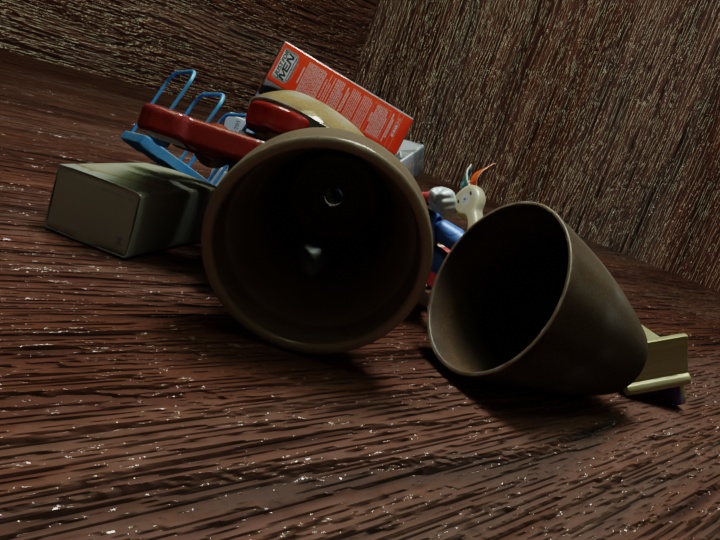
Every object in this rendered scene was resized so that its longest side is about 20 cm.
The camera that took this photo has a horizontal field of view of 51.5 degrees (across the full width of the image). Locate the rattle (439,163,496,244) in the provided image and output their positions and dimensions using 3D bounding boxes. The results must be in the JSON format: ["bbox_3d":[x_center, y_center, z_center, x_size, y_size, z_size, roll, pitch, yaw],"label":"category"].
[{"bbox_3d":[0.142,-0.110,1.271,0.143,0.200,0.130,18,10,-23],"label":"rattle"}]

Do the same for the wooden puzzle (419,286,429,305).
[{"bbox_3d":[0.000,0.000,1.000,0.185,0.037,0.200,20,7,-1],"label":"wooden puzzle"}]

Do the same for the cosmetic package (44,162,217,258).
[{"bbox_3d":[-0.253,-0.075,0.861,0.103,0.073,0.200,21,12,9],"label":"cosmetic package"}]

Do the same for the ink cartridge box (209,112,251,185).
[{"bbox_3d":[-0.160,-0.178,1.263,0.086,0.147,0.200,21,13,15],"label":"ink cartridge box"}]

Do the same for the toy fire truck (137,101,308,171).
[{"bbox_3d":[-0.158,-0.142,0.846,0.168,0.112,0.200,19,3,-11],"label":"toy fire truck"}]

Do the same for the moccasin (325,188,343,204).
[{"bbox_3d":[-0.025,-0.034,0.844,0.200,0.080,0.068,60,11,8],"label":"moccasin"}]

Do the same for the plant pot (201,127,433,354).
[{"bbox_3d":[-0.033,-0.046,0.709,0.200,0.201,0.175,18,21,-4],"label":"plant pot"}]

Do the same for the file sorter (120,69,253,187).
[{"bbox_3d":[-0.202,-0.168,1.036,0.200,0.123,0.139,37,-6,-30],"label":"file sorter"}]

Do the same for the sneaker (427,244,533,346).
[{"bbox_3d":[0.141,0.034,0.917,0.200,0.078,0.115,32,17,21],"label":"sneaker"}]

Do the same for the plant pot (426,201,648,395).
[{"bbox_3d":[0.206,0.055,0.788,0.200,0.187,0.187,28,6,-31],"label":"plant pot"}]

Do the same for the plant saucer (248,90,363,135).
[{"bbox_3d":[-0.053,-0.178,0.983,0.200,0.035,0.200,31,-10,6],"label":"plant saucer"}]

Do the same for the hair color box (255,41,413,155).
[{"bbox_3d":[-0.038,-0.225,1.027,0.200,0.061,0.101,29,-8,-14],"label":"hair color box"}]

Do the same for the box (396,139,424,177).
[{"bbox_3d":[-0.025,-0.168,1.159,0.200,0.048,0.158,22,42,32],"label":"box"}]

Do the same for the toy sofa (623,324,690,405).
[{"bbox_3d":[0.342,0.104,0.981,0.083,0.098,0.200,-8,16,-5],"label":"toy sofa"}]

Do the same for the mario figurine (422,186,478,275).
[{"bbox_3d":[0.048,-0.051,0.886,0.200,0.123,0.106,39,-8,19],"label":"mario figurine"}]
